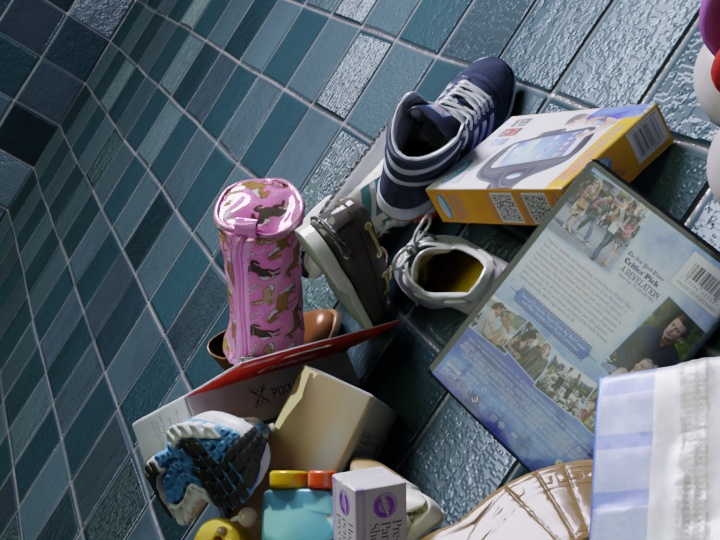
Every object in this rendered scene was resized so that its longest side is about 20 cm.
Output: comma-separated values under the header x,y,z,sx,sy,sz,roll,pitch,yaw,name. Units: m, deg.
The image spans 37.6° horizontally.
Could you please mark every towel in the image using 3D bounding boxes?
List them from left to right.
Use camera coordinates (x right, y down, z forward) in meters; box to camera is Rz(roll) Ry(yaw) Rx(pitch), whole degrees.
x,y,z,sx,sy,sz,roll,pitch,yaw,name
0.221,0.107,0.595,0.200,0.024,0.147,-14,50,36,towel

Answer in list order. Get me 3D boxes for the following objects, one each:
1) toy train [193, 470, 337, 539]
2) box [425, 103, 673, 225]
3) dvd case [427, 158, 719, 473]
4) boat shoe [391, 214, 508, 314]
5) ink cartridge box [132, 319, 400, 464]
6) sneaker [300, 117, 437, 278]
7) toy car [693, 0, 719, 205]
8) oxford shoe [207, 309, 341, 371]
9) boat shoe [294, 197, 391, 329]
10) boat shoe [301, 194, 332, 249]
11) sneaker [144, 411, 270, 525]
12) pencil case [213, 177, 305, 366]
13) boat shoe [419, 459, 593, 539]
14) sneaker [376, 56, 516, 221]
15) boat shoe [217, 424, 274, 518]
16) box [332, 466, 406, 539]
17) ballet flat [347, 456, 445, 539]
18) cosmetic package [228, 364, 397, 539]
x,y,z,sx,sy,sz,roll,pitch,yaw,name
-0.063,0.242,0.798,0.200,0.056,0.150,-43,67,7,toy train
0.143,-0.086,0.875,0.119,0.042,0.200,-40,24,-23,box
0.154,0.041,0.740,0.143,0.018,0.200,44,105,29,dvd case
0.065,-0.003,0.922,0.075,0.086,0.202,-59,27,0,boat shoe
-0.076,0.108,0.948,0.173,0.200,0.044,-29,78,43,ink cartridge box
0.023,-0.061,1.023,0.200,0.093,0.070,-54,0,-13,sneaker
0.273,-0.135,0.647,0.175,0.150,0.200,-33,38,40,toy car
-0.097,0.077,1.126,0.200,0.071,0.071,-23,43,46,oxford shoe
0.000,0.000,0.960,0.061,0.201,0.072,-39,66,-5,boat shoe
0.020,-0.080,1.094,0.200,0.074,0.060,-44,69,-3,boat shoe
-0.103,0.136,0.813,0.087,0.075,0.200,-33,-1,-30,sneaker
-0.091,0.008,0.975,0.200,0.083,0.087,94,158,-44,pencil case
0.099,0.191,0.687,0.200,0.069,0.074,-26,31,3,boat shoe
0.086,-0.143,0.961,0.200,0.070,0.109,-52,-15,-22,sneaker
-0.123,0.198,1.058,0.075,0.066,0.199,-49,30,20,boat shoe
0.007,0.237,0.721,0.039,0.041,0.200,-164,72,-64,box
0.045,0.209,0.791,0.063,0.069,0.200,-40,43,17,ballet flat
-0.049,0.189,0.893,0.071,0.105,0.200,23,80,19,cosmetic package
